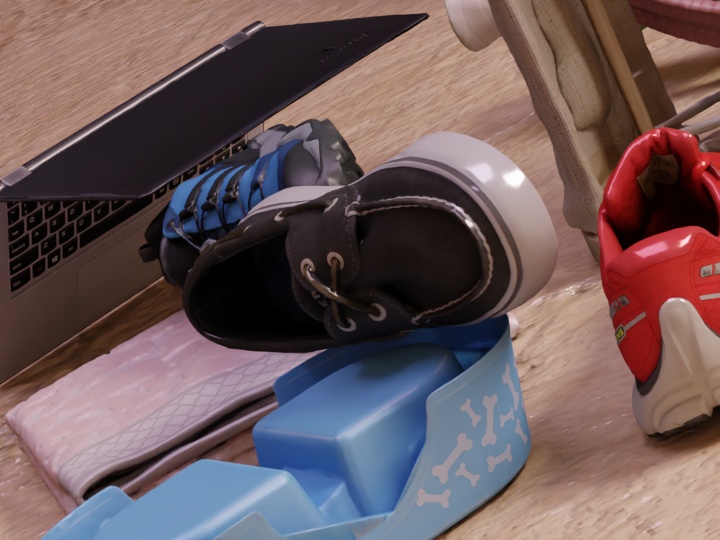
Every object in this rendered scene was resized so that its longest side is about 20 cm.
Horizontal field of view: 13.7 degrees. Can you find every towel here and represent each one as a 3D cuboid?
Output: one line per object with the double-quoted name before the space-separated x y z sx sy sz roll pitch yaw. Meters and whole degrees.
"towel" -0.047 0.040 1.265 0.199 0.032 0.191 -26 14 -9

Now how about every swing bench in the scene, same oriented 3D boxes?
"swing bench" 0.142 -0.138 1.245 0.199 0.200 0.130 -23 14 5

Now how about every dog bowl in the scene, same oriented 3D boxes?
"dog bowl" -0.024 0.081 1.049 0.200 0.050 0.111 -32 16 -26

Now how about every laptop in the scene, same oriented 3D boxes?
"laptop" -0.076 -0.032 1.438 0.116 0.201 0.187 35 52 28

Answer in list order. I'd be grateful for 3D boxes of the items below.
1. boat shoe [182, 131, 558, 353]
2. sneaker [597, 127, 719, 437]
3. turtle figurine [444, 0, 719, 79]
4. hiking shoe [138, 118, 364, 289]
"boat shoe" 0.000 0.000 1.076 0.057 0.069 0.200 -35 11 -27
"sneaker" 0.122 -0.016 1.074 0.077 0.085 0.200 -21 15 12
"turtle figurine" 0.140 -0.180 1.474 0.193 0.201 0.144 -27 -4 29
"hiking shoe" -0.038 -0.013 1.260 0.087 0.075 0.200 -32 6 -8
